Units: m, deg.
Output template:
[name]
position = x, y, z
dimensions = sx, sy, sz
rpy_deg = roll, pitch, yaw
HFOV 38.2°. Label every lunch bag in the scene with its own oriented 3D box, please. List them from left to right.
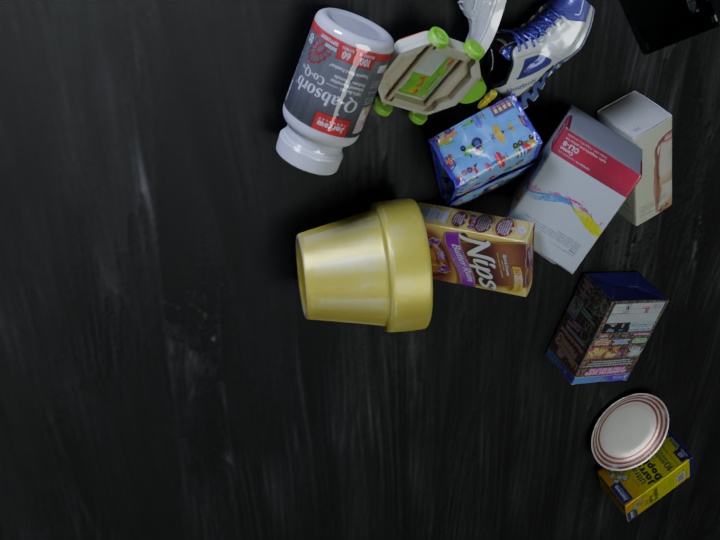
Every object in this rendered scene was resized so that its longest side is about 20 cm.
[lunch bag]
position = 0.195, -0.167, 1.635
dimensions = 0.149, 0.095, 0.200
rpy_deg = -28, 163, -2

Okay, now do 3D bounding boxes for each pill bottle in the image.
[pill bottle]
position = -0.039, -0.241, 1.413
dimensions = 0.114, 0.116, 0.202
rpy_deg = 4, 122, -34

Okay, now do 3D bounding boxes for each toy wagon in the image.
[toy wagon]
position = 0.113, -0.277, 1.509
dimensions = 0.198, 0.040, 0.155
rpy_deg = 7, 142, -37

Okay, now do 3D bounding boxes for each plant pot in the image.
[plant pot]
position = 0.000, 0.000, 1.590
dimensions = 0.185, 0.202, 0.203
rpy_deg = -7, 130, -8

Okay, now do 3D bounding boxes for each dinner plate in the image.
[dinner plate]
position = 0.608, 0.363, 2.355
dimensions = 0.196, 0.024, 0.203
rpy_deg = -7, 116, -14

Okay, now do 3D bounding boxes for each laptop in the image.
[laptop]
position = 0.511, -0.479, 1.656
dimensions = 0.197, 0.117, 0.187
rpy_deg = -19, 140, 23

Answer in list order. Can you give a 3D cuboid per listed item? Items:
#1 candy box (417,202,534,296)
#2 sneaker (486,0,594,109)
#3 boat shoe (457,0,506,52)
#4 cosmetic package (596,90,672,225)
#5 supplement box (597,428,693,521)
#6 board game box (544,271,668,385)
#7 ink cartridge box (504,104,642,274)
[candy box]
position = 0.179, -0.034, 1.673
dimensions = 0.057, 0.197, 0.118
rpy_deg = -62, 154, -43
[sneaker]
position = 0.254, -0.337, 1.543
dimensions = 0.114, 0.081, 0.201
rpy_deg = 14, 117, -50
[boat shoe]
position = 0.173, -0.393, 1.469
dimensions = 0.067, 0.073, 0.202
rpy_deg = 13, 136, -5
[cosmetic package]
position = 0.476, -0.192, 1.797
dimensions = 0.086, 0.104, 0.202
rpy_deg = -29, 137, -12
[supplement box]
position = 0.670, 0.473, 2.439
dimensions = 0.199, 0.109, 0.110
rpy_deg = -35, 144, -4
[board game box]
position = 0.483, 0.113, 2.048
dimensions = 0.157, 0.097, 0.202
rpy_deg = 0, 124, -32
[ink cartridge box]
position = 0.341, -0.131, 1.678
dimensions = 0.143, 0.146, 0.202
rpy_deg = 30, 117, 0
